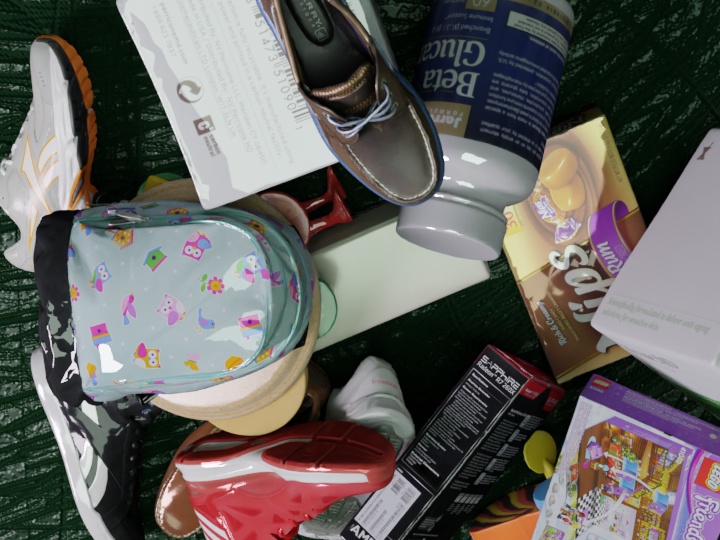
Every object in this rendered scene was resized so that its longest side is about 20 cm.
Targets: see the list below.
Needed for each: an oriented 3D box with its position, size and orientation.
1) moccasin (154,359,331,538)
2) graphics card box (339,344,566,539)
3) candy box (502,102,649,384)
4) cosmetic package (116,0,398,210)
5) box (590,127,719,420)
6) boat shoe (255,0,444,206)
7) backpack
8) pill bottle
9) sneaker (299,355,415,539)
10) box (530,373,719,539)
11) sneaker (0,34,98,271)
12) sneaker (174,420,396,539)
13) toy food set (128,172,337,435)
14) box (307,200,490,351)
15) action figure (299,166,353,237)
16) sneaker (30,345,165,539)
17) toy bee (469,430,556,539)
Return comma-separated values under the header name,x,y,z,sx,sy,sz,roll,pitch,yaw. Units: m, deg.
name,x,y,z,sx,sy,sz,roll,pitch,yaw
moccasin,-0.102,0.158,1.364,0.201,0.078,0.074,-39,106,18
graphics card box,0.078,0.157,1.322,0.051,0.125,0.200,38,96,21
candy box,0.177,-0.021,1.324,0.116,0.057,0.201,-21,105,6
cosmetic package,-0.066,-0.169,1.200,0.164,0.200,0.166,-20,107,5
box,0.325,0.017,1.229,0.171,0.199,0.201,35,85,-19
boat shoe,-0.010,-0.121,1.074,0.072,0.072,0.200,-34,106,8
backpack,-0.134,0.024,1.183,0.199,0.127,0.168,-5,97,12
pill bottle,0.089,-0.115,1.226,0.110,0.111,0.201,15,79,-5
sneaker,-0.007,0.151,1.368,0.077,0.100,0.200,18,132,-17
box,0.215,0.194,1.278,0.136,0.039,0.201,24,124,15
sneaker,-0.259,-0.087,1.294,0.091,0.076,0.201,-1,106,5
sneaker,-0.048,0.187,1.283,0.199,0.078,0.116,-2,111,36
toy food set,-0.118,0.022,1.269,0.199,0.049,0.199,22,106,9
box,0.000,0.000,1.323,0.199,0.068,0.083,-22,106,6
action figure,-0.107,-0.027,1.318,0.199,0.066,0.052,-25,128,6
sneaker,-0.193,0.144,1.364,0.111,0.073,0.201,-18,105,7
toy bee,0.198,0.199,1.381,0.199,0.109,0.132,3,116,25
